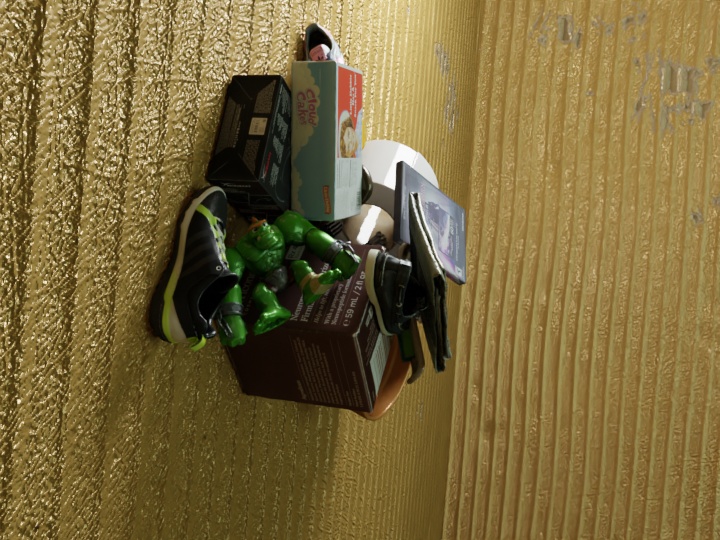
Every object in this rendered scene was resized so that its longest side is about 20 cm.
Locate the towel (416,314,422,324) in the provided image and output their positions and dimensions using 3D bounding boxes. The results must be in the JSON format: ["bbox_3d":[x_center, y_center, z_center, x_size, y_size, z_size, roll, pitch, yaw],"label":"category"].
[{"bbox_3d":[0.120,0.015,1.301,0.200,0.029,0.150,-104,-160,-86],"label":"towel"}]

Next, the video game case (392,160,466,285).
[{"bbox_3d":[0.120,-0.077,1.183,0.199,0.019,0.146,30,55,-45],"label":"video game case"}]

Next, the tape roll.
[{"bbox_3d":[0.034,-0.113,1.273,0.140,0.199,0.205,-66,155,-48],"label":"tape roll"}]

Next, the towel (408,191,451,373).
[{"bbox_3d":[0.101,0.016,1.015,0.202,0.034,0.195,-100,-177,-49],"label":"towel"}]

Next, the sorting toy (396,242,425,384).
[{"bbox_3d":[0.069,0.075,1.117,0.185,0.036,0.204,85,-1,-78],"label":"sorting toy"}]

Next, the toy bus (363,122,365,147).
[{"bbox_3d":[-0.057,-0.204,1.150,0.200,0.077,0.066,-52,143,-62],"label":"toy bus"}]

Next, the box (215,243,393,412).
[{"bbox_3d":[-0.065,0.074,0.985,0.166,0.196,0.168,79,22,-43],"label":"box"}]

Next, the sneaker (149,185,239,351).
[{"bbox_3d":[-0.171,-0.002,0.807,0.072,0.081,0.203,63,35,-61],"label":"sneaker"}]

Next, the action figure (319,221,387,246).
[{"bbox_3d":[0.000,0.000,1.144,0.200,0.100,0.121,34,43,-57],"label":"action figure"}]

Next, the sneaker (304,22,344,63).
[{"bbox_3d":[-0.052,-0.299,1.093,0.082,0.069,0.202,51,17,-54],"label":"sneaker"}]

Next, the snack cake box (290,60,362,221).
[{"bbox_3d":[-0.044,-0.173,0.957,0.115,0.066,0.204,-23,116,-69],"label":"snack cake box"}]

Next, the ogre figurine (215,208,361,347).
[{"bbox_3d":[-0.109,0.000,0.879,0.199,0.121,0.098,-37,165,-5],"label":"ogre figurine"}]

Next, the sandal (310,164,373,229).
[{"bbox_3d":[-0.033,-0.114,1.094,0.054,0.199,0.083,-13,78,-33],"label":"sandal"}]

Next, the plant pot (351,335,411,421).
[{"bbox_3d":[-0.003,0.150,1.272,0.200,0.138,0.203,-38,137,-47],"label":"plant pot"}]

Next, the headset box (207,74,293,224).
[{"bbox_3d":[-0.119,-0.145,0.959,0.200,0.076,0.152,54,43,-67],"label":"headset box"}]

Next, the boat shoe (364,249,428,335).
[{"bbox_3d":[0.056,0.034,0.925,0.200,0.065,0.076,69,29,-56],"label":"boat shoe"}]
